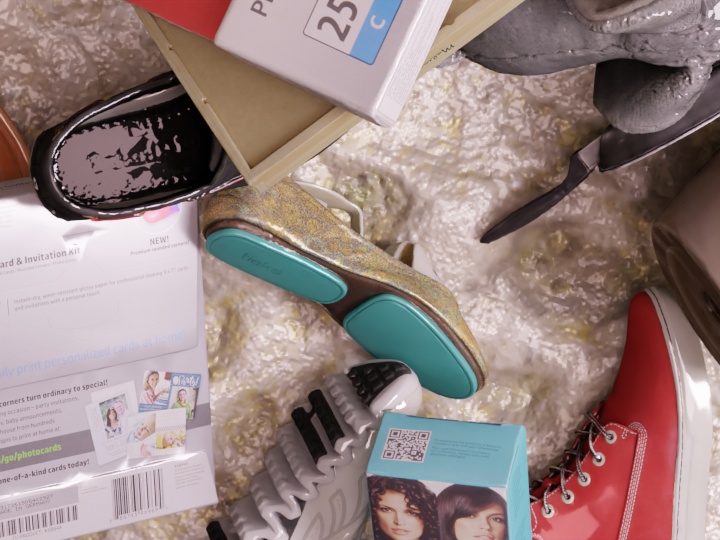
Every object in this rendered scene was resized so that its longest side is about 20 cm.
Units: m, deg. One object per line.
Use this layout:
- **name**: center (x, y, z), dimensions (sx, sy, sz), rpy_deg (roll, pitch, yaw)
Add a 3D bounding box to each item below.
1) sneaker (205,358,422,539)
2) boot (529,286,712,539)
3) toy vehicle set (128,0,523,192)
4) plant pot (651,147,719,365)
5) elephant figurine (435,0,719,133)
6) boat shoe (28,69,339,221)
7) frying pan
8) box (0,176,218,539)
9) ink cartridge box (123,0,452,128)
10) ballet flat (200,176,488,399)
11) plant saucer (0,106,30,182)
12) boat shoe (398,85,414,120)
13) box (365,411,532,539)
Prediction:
- **sneaker**: center (-0.023, 0.136, 1.435), dimensions (0.081, 0.075, 0.200), rpy_deg (31, 107, -23)
- **boot**: center (0.129, 0.110, 1.451), dimensions (0.143, 0.072, 0.202), rpy_deg (-2, 106, -6)
- **toy vehicle set**: center (-0.007, -0.148, 1.251), dimensions (0.199, 0.026, 0.125), rpy_deg (-35, 75, 10)
- **plant pot**: center (0.261, -0.023, 1.364), dimensions (0.173, 0.200, 0.201), rpy_deg (-31, 105, -6)
- **elephant figurine**: center (0.150, -0.148, 1.315), dimensions (0.199, 0.141, 0.156), rpy_deg (27, 109, 31)
- **boat shoe**: center (-0.077, -0.075, 1.315), dimensions (0.200, 0.063, 0.074), rpy_deg (-19, 98, -13)
- **frying pan**: center (0.156, -0.077, 1.416), dimensions (0.189, 0.115, 0.031), rpy_deg (-25, 97, 44)
- **box**: center (-0.160, 0.047, 1.377), dimensions (0.155, 0.041, 0.202), rpy_deg (-12, 109, -28)
- **ink cartridge box**: center (-0.022, -0.197, 1.224), dimensions (0.175, 0.045, 0.201), rpy_deg (25, 91, 17)
- **ballet flat**: center (0.000, 0.000, 1.410), dimensions (0.199, 0.071, 0.071), rpy_deg (32, 96, -21)
- **plant saucer**: center (-0.275, -0.028, 1.377), dimensions (0.198, 0.037, 0.202), rpy_deg (-2, 102, -7)
- **boat shoe**: center (0.029, -0.181, 1.369), dimensions (0.062, 0.071, 0.201), rpy_deg (19, 101, -16)
- **box**: center (0.055, 0.172, 1.408), dimensions (0.082, 0.049, 0.201), rpy_deg (5, 131, 14)
